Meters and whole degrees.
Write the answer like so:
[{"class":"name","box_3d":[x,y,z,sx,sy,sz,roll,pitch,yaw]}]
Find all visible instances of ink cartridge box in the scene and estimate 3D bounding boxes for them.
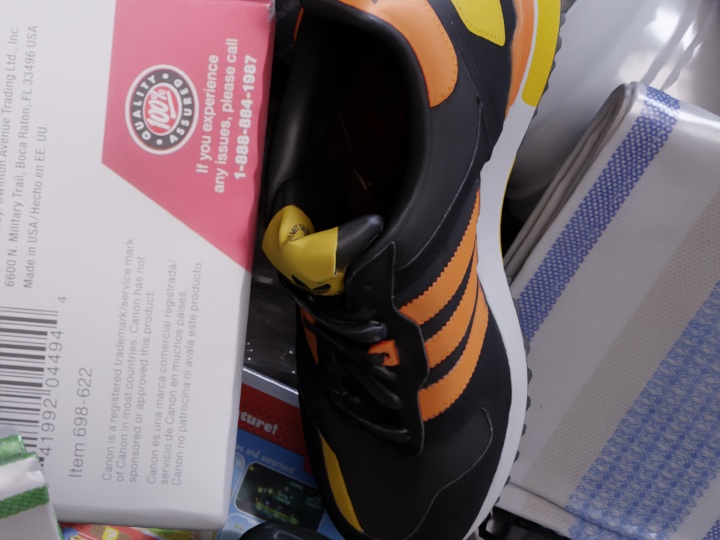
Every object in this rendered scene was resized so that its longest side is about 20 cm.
[{"class":"ink cartridge box","box_3d":[-0.132,-0.013,0.760,0.200,0.083,0.145,6,94,-11]}]

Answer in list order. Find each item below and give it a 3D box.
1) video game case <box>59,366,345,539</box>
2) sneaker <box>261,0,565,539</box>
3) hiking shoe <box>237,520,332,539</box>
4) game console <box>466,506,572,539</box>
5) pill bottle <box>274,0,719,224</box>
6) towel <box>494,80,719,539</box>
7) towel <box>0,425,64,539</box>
[{"class":"video game case","box_3d":[-0.087,0.112,0.825,0.143,0.017,0.200,25,76,-16]},{"class":"sneaker","box_3d":[0.000,0.000,0.766,0.090,0.070,0.200,-30,132,-51]},{"class":"hiking shoe","box_3d":[0.011,0.167,0.787,0.087,0.074,0.200,-43,70,13]},{"class":"game console","box_3d":[0.111,0.098,0.896,0.200,0.031,0.177,28,74,-15]},{"class":"pill bottle","box_3d":[0.018,-0.101,0.838,0.200,0.116,0.116,39,72,-12]},{"class":"towel","box_3d":[0.125,0.036,0.839,0.200,0.024,0.147,22,119,-16]},{"class":"towel","box_3d":[-0.130,0.141,0.732,0.152,0.023,0.200,-20,128,-11]}]
